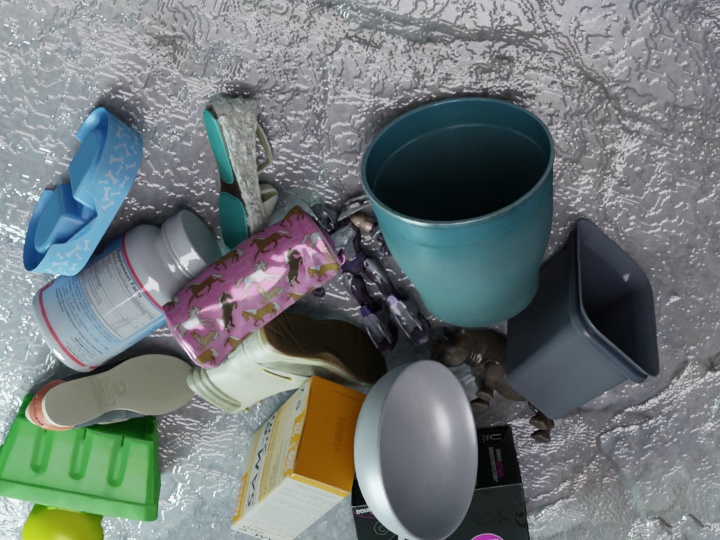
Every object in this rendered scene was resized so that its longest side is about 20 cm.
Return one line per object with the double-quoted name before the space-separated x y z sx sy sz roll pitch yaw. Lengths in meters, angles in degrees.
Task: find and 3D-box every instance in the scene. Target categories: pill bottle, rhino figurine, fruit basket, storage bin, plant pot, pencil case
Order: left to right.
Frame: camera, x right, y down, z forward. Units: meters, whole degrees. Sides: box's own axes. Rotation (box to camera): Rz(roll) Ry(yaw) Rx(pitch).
"fruit basket" -0.335 0.266 1.819 0.215 0.156 0.216 -1 103 -5
"pill bottle" -0.253 0.019 1.719 0.200 0.109 0.109 -32 114 13
"pencil case" -0.113 0.017 1.663 0.200 0.083 0.087 -38 145 -3
"plant pot" 0.113 -0.049 1.659 0.200 0.200 0.188 -10 133 4
"rhino figurine" 0.153 0.116 1.803 0.200 0.088 0.060 30 152 -15
"storage bin" 0.241 0.068 1.723 0.146 0.200 0.134 40 121 -20

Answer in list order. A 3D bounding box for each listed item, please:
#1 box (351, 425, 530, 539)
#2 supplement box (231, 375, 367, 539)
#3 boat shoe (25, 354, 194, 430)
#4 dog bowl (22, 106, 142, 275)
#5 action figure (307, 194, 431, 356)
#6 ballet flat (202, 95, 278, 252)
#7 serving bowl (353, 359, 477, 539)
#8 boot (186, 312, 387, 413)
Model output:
"box" 0.097 0.289 1.865 0.200 0.124 0.149 -8 118 4
"supplement box" -0.071 0.218 1.773 0.073 0.126 0.200 21 146 -15
"boat shoe" -0.282 0.141 1.779 0.200 0.063 0.071 -12 85 -36
"dog bowl" -0.295 -0.078 1.671 0.050 0.112 0.200 22 115 -28
"action figure" 0.000 0.000 1.741 0.130 0.069 0.200 -27 112 23
"ballet flat" -0.121 -0.097 1.690 0.072 0.072 0.200 -6 119 1
"serving bowl" 0.052 0.198 1.720 0.066 0.200 0.200 -6 123 36
"boot" -0.082 0.115 1.792 0.200 0.072 0.155 17 142 -42
